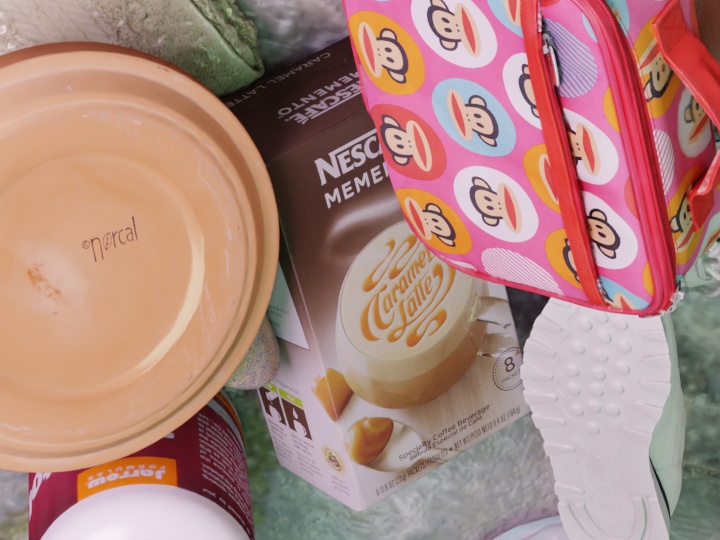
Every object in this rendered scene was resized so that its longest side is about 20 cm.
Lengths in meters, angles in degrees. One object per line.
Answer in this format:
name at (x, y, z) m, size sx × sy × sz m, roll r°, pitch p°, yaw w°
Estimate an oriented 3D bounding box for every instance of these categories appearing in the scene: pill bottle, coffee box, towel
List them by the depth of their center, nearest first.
towel at (-0.156, -0.127, 1.371) m, size 0.148 × 0.036 × 0.200 m, roll -35°, pitch 116°, yaw 13°
coffee box at (0.000, 0.000, 1.409) m, size 0.114 × 0.080 × 0.200 m, roll -30°, pitch 121°, yaw -24°
pill bottle at (-0.107, 0.133, 1.419) m, size 0.113 × 0.200 × 0.113 m, roll -3°, pitch 118°, yaw -6°

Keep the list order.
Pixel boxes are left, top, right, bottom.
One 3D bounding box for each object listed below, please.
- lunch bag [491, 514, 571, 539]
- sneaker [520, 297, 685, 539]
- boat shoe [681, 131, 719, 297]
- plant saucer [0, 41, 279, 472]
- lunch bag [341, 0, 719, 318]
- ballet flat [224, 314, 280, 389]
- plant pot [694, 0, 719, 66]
lunch bag at (0.088, 0.237, 1.512) m, size 0.122 × 0.170 × 0.200 m, roll 36°, pitch 111°, yaw -21°
sneaker at (0.130, 0.055, 1.456) m, size 0.076 × 0.081 × 0.200 m, roll 12°, pitch 135°, yaw 18°
boat shoe at (0.184, -0.021, 1.437) m, size 0.202 × 0.086 × 0.075 m, roll -17°, pitch 118°, yaw 2°
plant saucer at (-0.129, -0.002, 1.279) m, size 0.200 × 0.032 × 0.200 m, roll -9°, pitch 114°, yaw -22°
lunch bag at (0.088, -0.075, 1.266) m, size 0.176 × 0.082 × 0.200 m, roll 17°, pitch 140°, yaw 34°
ballet flat at (-0.105, -0.024, 1.344) m, size 0.200 × 0.068 × 0.067 m, roll 41°, pitch 135°, yaw -7°
plant pot at (0.179, -0.189, 1.300) m, size 0.201 × 0.201 × 0.195 m, roll 14°, pitch 123°, yaw -14°
